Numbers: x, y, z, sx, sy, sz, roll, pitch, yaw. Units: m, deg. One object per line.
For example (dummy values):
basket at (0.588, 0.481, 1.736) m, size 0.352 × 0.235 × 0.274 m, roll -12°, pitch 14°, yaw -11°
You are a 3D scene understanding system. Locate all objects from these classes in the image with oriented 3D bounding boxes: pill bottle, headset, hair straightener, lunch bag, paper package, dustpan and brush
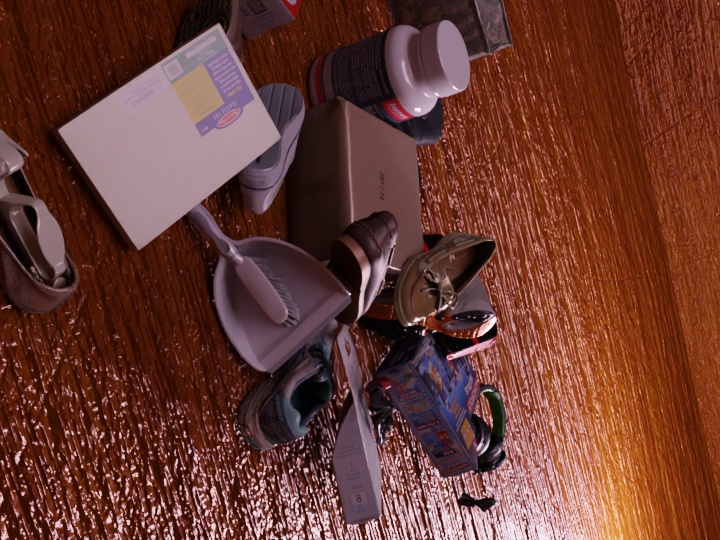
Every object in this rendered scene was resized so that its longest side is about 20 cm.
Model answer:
pill bottle at (0.040, -0.258, 1.051) m, size 0.119 × 0.197 × 0.122 m, roll 20°, pitch 65°, yaw -52°
headset at (0.196, 0.278, 1.242) m, size 0.124 × 0.093 × 0.203 m, roll 50°, pitch 51°, yaw -37°
hair straightener at (0.032, 0.175, 0.960) m, size 0.200 × 0.040 × 0.079 m, roll 111°, pitch -32°, yaw -84°
lunch bag at (0.138, -0.439, 1.282) m, size 0.117 × 0.162 × 0.204 m, roll -34°, pitch 110°, yaw -48°
paper package at (-0.003, -0.094, 1.033) m, size 0.189 × 0.102 × 0.205 m, roll 13°, pitch 70°, yaw -54°
dustpan and brush at (-0.122, -0.002, 0.843) m, size 0.201 × 0.139 × 0.057 m, roll 51°, pitch 13°, yaw 6°

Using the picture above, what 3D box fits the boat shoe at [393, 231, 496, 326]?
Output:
boat shoe at (0.110, 0.003, 1.025) m, size 0.200 × 0.062 × 0.074 m, roll -44°, pitch 121°, yaw -43°

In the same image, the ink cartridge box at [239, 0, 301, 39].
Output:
ink cartridge box at (-0.133, -0.419, 0.937) m, size 0.176 × 0.083 × 0.203 m, roll 44°, pitch 48°, yaw -41°

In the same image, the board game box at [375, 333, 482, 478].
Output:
board game box at (0.116, 0.186, 1.155) m, size 0.203 × 0.061 × 0.200 m, roll 65°, pitch 26°, yaw -10°

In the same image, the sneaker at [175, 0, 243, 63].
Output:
sneaker at (-0.161, -0.209, 0.869) m, size 0.075 × 0.069 × 0.205 m, roll 38°, pitch 57°, yaw -62°

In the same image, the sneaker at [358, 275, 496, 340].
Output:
sneaker at (0.086, 0.041, 1.098) m, size 0.077 × 0.195 × 0.093 m, roll 104°, pitch -13°, yaw -46°

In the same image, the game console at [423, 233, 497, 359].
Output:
game console at (0.126, 0.034, 1.204) m, size 0.175 × 0.031 × 0.203 m, roll -8°, pitch 66°, yaw -53°

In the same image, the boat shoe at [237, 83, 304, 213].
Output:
boat shoe at (-0.113, -0.147, 0.921) m, size 0.202 × 0.072 × 0.068 m, roll -76°, pitch 179°, yaw -48°

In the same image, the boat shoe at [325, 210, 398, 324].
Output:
boat shoe at (0.000, 0.000, 0.879) m, size 0.070 × 0.200 × 0.071 m, roll -41°, pitch 82°, yaw -23°

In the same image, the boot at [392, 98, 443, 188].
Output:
boot at (0.080, -0.198, 1.208) m, size 0.167 × 0.075 × 0.204 m, roll -15°, pitch 88°, yaw -53°

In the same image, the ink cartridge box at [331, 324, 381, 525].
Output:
ink cartridge box at (-0.017, 0.172, 0.929) m, size 0.160 × 0.046 × 0.204 m, roll -53°, pitch 130°, yaw -86°

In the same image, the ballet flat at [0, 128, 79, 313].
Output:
ballet flat at (-0.284, -0.061, 0.629) m, size 0.068 × 0.066 × 0.203 m, roll -50°, pitch 122°, yaw -50°

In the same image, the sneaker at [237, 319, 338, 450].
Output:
sneaker at (-0.057, 0.124, 0.905) m, size 0.078 × 0.085 × 0.202 m, roll 58°, pitch 39°, yaw -29°

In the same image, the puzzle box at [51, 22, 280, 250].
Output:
puzzle box at (-0.182, -0.133, 0.772) m, size 0.200 × 0.025 × 0.135 m, roll -42°, pitch 118°, yaw -26°
